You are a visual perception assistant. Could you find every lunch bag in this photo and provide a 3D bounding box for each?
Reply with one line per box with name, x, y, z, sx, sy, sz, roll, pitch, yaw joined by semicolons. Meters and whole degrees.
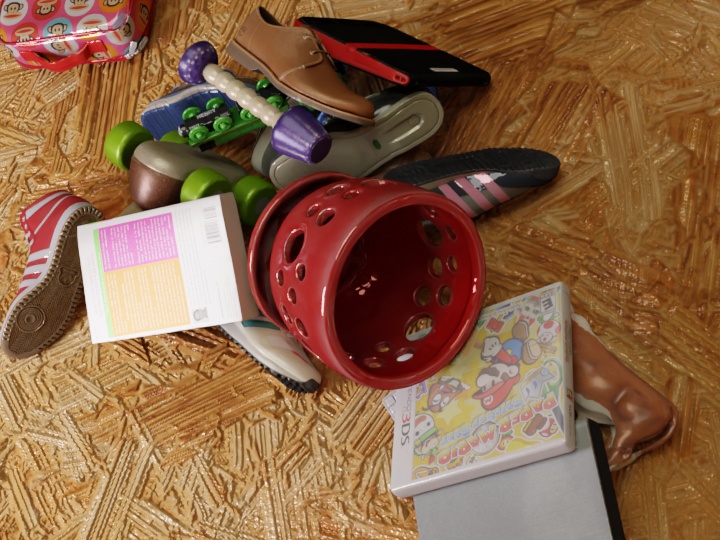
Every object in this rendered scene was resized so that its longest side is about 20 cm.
lunch bag;-0.369;-0.335;1.739;0.199;0.082;0.177;-2;63;16

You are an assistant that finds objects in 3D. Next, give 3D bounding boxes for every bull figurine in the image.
bull figurine;0.216;0.114;1.325;0.121;0.065;0.200;-46;57;-5

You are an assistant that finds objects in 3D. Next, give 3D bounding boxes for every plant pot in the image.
plant pot;0.000;0.000;1.357;0.201;0.201;0.182;-49;35;-11

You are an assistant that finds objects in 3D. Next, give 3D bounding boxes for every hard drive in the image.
hard drive;0.146;0.237;1.264;0.199;0.033;0.140;-25;58;28

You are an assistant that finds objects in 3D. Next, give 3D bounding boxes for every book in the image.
book;-0.211;-0.001;1.438;0.199;0.048;0.135;-9;93;31

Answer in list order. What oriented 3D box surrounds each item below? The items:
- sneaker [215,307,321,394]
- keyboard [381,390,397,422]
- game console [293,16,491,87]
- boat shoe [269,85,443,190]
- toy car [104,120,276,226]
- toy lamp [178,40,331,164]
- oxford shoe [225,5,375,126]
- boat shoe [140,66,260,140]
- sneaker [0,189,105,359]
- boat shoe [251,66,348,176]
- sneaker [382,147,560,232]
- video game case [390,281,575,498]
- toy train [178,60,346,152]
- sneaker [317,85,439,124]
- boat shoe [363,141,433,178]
sneaker;-0.100;0.048;1.456;0.200;0.070;0.094;38;85;33
keyboard;0.092;0.190;1.356;0.056;0.011;0.200;-34;58;-1
game console;0.032;-0.241;1.510;0.176;0.200;0.031;30;113;26
boat shoe;-0.008;-0.145;1.461;0.199;0.072;0.068;-26;37;0
toy car;-0.220;-0.044;1.534;0.164;0.157;0.201;31;105;32
toy lamp;-0.110;-0.177;1.424;0.200;0.058;0.058;39;80;26
oxford shoe;-0.056;-0.216;1.412;0.200;0.071;0.072;36;105;23
boat shoe;-0.178;-0.207;1.590;0.199;0.072;0.073;-3;44;39
sneaker;-0.374;-0.001;1.573;0.112;0.071;0.201;35;96;51
boat shoe;-0.083;-0.196;1.585;0.063;0.071;0.201;19;63;25
sneaker;0.122;-0.082;1.466;0.199;0.083;0.070;-9;28;-7
video game case;0.118;0.117;1.320;0.199;0.023;0.183;-21;47;31
toy train;-0.106;-0.183;1.492;0.199;0.056;0.042;-22;58;-2
sneaker;0.004;-0.160;1.527;0.200;0.082;0.074;-37;56;-5
boat shoe;-0.005;-0.081;1.494;0.199;0.076;0.072;-31;60;2
